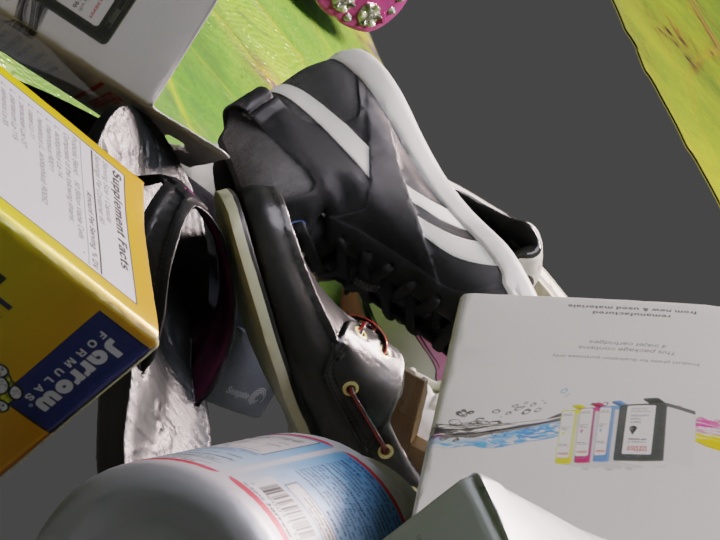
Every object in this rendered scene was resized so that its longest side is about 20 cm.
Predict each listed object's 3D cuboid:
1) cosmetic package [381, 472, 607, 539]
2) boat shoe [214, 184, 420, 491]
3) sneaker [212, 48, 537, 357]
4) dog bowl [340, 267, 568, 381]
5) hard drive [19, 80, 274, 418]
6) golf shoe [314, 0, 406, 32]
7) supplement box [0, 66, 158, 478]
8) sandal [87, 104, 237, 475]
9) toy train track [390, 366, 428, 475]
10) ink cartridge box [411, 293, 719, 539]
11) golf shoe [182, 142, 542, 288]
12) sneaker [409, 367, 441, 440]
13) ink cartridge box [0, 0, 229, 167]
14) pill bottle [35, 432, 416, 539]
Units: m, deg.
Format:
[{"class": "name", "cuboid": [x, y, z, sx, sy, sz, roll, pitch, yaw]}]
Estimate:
[{"class": "cosmetic package", "cuboid": [0.005, 0.167, 0.927, 0.113, 0.200, 0.081, 32, 27, -51]}, {"class": "boat shoe", "cuboid": [-0.013, 0.046, 1.224, 0.074, 0.063, 0.201, -120, -172, -66]}, {"class": "sneaker", "cuboid": [0.000, 0.000, 1.280, 0.200, 0.112, 0.073, 57, -24, 17]}, {"class": "dog bowl", "cuboid": [0.069, 0.051, 1.522, 0.200, 0.074, 0.200, 45, 18, -19]}, {"class": "hard drive", "cuboid": [-0.114, -0.015, 1.252, 0.200, 0.042, 0.135, 30, 28, -49]}, {"class": "golf shoe", "cuboid": [-0.053, -0.235, 1.819, 0.200, 0.075, 0.092, 40, 5, -36]}, {"class": "supplement box", "cuboid": [-0.182, -0.027, 1.001, 0.200, 0.110, 0.109, 40, 21, -29]}, {"class": "sandal", "cuboid": [-0.078, 0.020, 1.161, 0.075, 0.048, 0.201, 24, 52, -50]}, {"class": "toy train track", "cuboid": [0.056, 0.094, 1.286, 0.200, 0.115, 0.033, 29, 50, 15]}, {"class": "ink cartridge box", "cuboid": [0.099, 0.122, 1.084, 0.200, 0.145, 0.147, -73, 165, -60]}, {"class": "golf shoe", "cuboid": [-0.001, -0.030, 1.375, 0.200, 0.094, 0.078, 14, 67, -12]}, {"class": "sneaker", "cuboid": [0.042, 0.084, 1.383, 0.200, 0.080, 0.070, 46, 20, -12]}, {"class": "ink cartridge box", "cuboid": [-0.136, -0.128, 1.240, 0.200, 0.068, 0.116, 33, -7, -12]}, {"class": "pill bottle", "cuboid": [-0.041, 0.119, 1.057, 0.109, 0.109, 0.200, 55, 18, 12]}]
